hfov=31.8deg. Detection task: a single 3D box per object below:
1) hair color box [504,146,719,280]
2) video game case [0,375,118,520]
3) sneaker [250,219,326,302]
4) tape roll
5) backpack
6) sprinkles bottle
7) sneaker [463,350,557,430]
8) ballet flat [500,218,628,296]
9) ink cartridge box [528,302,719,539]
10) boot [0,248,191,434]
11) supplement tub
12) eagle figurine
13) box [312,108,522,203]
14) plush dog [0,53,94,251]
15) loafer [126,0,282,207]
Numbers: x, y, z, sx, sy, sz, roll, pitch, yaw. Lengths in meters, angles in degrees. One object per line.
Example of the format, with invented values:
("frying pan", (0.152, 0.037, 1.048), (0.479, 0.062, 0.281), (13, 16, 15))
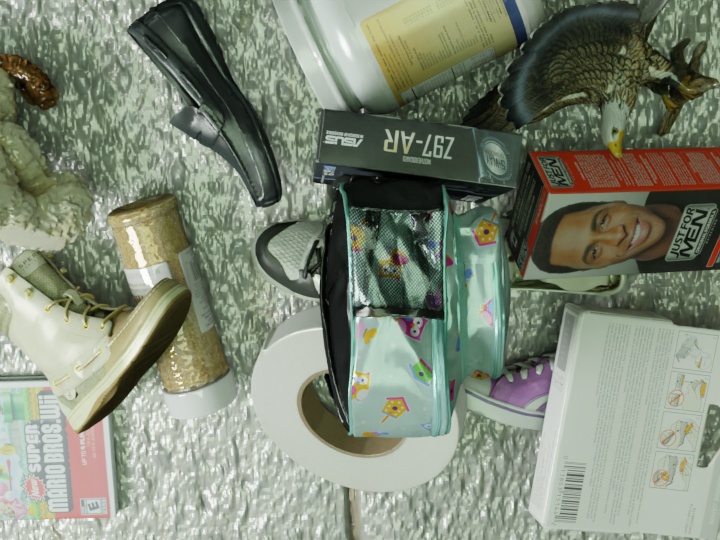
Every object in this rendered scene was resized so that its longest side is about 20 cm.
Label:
("hair color box", (0.236, -0.051, 1.108), (0.198, 0.062, 0.102), (-3, 134, -14))
("video game case", (-0.337, 0.173, 1.221), (0.198, 0.017, 0.145), (-1, 105, 0))
("sneaker", (0.000, 0.000, 1.136), (0.198, 0.088, 0.076), (19, 80, -8))
("tape roll", (-0.003, 0.119, 1.156), (0.201, 0.037, 0.204), (10, 129, 13))
("backpack", (0.040, 0.033, 0.996), (0.152, 0.176, 0.202), (7, 91, -2))
("sprinkles bottle", (-0.172, 0.033, 1.162), (0.068, 0.068, 0.202), (-15, 104, 3))
("sneaker", (0.181, 0.090, 1.185), (0.198, 0.073, 0.115), (10, 101, -15))
("ballet flat", (0.151, -0.008, 1.157), (0.198, 0.069, 0.070), (5, 104, -2))
("ink cartridge box", (0.256, 0.140, 1.152), (0.174, 0.045, 0.202), (7, 99, -13))
("boot", (-0.247, 0.035, 1.123), (0.155, 0.072, 0.200), (48, 127, 7))
("supplement tub", (0.039, -0.220, 1.060), (0.199, 0.145, 0.145), (-25, 103, 6))
("eagle figurine", (0.193, -0.162, 1.068), (0.198, 0.151, 0.153), (5, 125, -7))
("box", (0.041, -0.093, 1.063), (0.158, 0.200, 0.044), (7, 89, -3))
("plush dog", (-0.346, -0.107, 1.089), (0.198, 0.161, 0.173), (-13, 68, 3))
("loafer", (-0.135, -0.141, 1.113), (0.070, 0.068, 0.202), (-30, 97, -11))
